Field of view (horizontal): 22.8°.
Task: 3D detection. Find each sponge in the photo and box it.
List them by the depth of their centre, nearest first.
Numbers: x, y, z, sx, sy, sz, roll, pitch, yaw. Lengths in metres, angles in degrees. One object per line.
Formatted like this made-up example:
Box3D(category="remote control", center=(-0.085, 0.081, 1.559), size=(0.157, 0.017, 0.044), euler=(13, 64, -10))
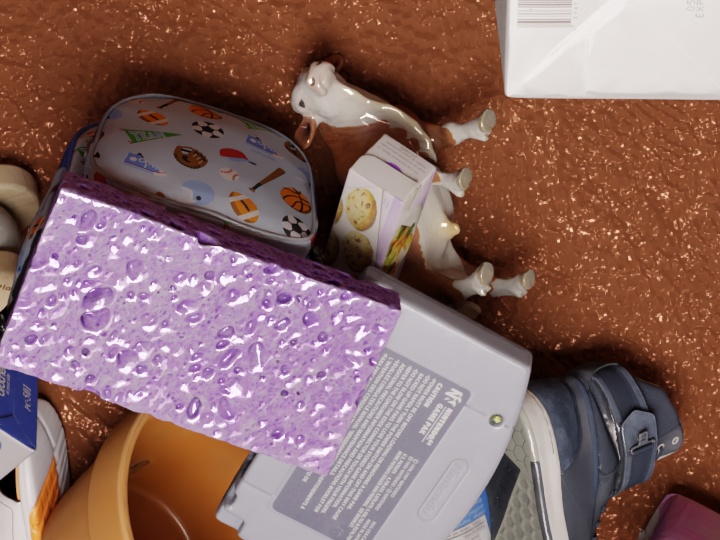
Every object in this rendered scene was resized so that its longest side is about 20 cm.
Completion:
Box3D(category="sponge", center=(-0.087, 0.032, 0.971), size=(0.199, 0.030, 0.112), euler=(20, 111, -15))

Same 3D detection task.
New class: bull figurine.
Box3D(category="bull figurine", center=(0.030, -0.050, 1.103), size=(0.121, 0.065, 0.201), euler=(9, 133, 38))

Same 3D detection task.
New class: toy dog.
Box3D(category="toy dog", center=(-0.285, 0.012, 1.138), size=(0.096, 0.132, 0.200), euler=(25, 109, -35))

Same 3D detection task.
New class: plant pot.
Box3D(category="plant pot", center=(-0.119, 0.184, 1.180), size=(0.140, 0.200, 0.200), euler=(-28, 115, 38))

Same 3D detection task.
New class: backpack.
Box3D(category="backpack", center=(-0.112, -0.018, 1.067), size=(0.199, 0.191, 0.155), euler=(22, 111, -15))

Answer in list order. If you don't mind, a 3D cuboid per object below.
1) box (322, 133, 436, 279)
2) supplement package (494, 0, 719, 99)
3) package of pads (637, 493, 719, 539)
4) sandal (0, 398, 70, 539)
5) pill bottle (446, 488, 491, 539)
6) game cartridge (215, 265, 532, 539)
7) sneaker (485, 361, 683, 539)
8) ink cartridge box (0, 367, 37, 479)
Box3D(category="box", center=(0.000, 0.000, 1.093), size=(0.041, 0.039, 0.200), euler=(35, 143, 12))
Box3D(category="supplement package", center=(0.133, -0.184, 0.960), size=(0.119, 0.200, 0.122), euler=(0, 118, 2))
Box3D(category="package of pads", center=(0.266, 0.231, 1.165), size=(0.199, 0.120, 0.076), euler=(27, 112, 11))
Box3D(category="sandal", center=(-0.236, 0.187, 1.242), size=(0.059, 0.079, 0.208), euler=(2, 118, 7))
Box3D(category="pill bottle", center=(0.055, 0.175, 1.203), size=(0.112, 0.112, 0.201), euler=(-13, 117, 9))
Box3D(category="game cartridge", center=(0.014, 0.105, 1.088), size=(0.133, 0.041, 0.200), euler=(30, 115, -6))
Box3D(category="sneaker", center=(0.149, 0.159, 1.161), size=(0.077, 0.146, 0.203), euler=(10, 109, 47))
Box3D(category="ink cartridge box", center=(-0.301, 0.136, 1.206), size=(0.200, 0.094, 0.044), euler=(-39, 124, 20))
